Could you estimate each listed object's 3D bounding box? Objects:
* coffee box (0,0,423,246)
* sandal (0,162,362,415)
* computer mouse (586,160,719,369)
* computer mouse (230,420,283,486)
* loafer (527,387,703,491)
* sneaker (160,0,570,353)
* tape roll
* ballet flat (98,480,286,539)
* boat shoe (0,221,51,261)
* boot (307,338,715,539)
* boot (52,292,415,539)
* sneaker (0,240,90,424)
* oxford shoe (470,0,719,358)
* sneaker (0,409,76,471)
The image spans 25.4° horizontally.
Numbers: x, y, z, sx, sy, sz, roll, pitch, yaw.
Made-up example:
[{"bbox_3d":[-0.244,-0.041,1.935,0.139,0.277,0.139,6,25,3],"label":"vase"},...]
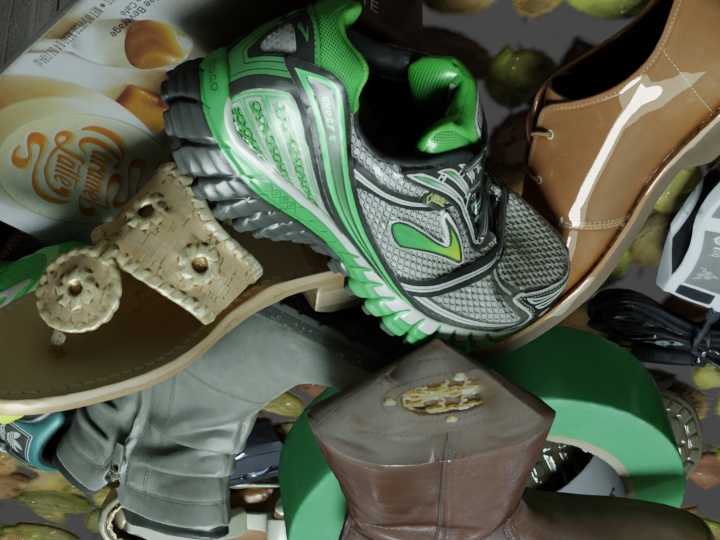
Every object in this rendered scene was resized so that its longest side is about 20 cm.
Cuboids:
[{"bbox_3d":[-0.081,-0.090,0.640,0.114,0.080,0.200,27,138,-33],"label":"coffee box"},{"bbox_3d":[-0.065,-0.012,0.624,0.211,0.077,0.070,-17,126,-37],"label":"sandal"},{"bbox_3d":[0.183,-0.009,0.768,0.109,0.044,0.200,12,149,-3],"label":"computer mouse"},{"bbox_3d":[-0.034,0.119,0.969,0.199,0.034,0.059,3,144,0],"label":"computer mouse"},{"bbox_3d":[0.092,0.097,0.901,0.199,0.067,0.077,-4,101,-8],"label":"loafer"},{"bbox_3d":[0.023,-0.029,0.591,0.085,0.078,0.200,-25,146,30],"label":"sneaker"},{"bbox_3d":[0.060,0.108,0.800,0.199,0.048,0.201,-6,138,-6],"label":"tape roll"},{"bbox_3d":[-0.067,0.162,0.994,0.199,0.068,0.062,0,180,6],"label":"ballet flat"},{"bbox_3d":[-0.172,0.000,0.779,0.199,0.073,0.072,25,141,-26],"label":"boat shoe"},{"bbox_3d":[0.074,0.092,0.682,0.185,0.065,0.200,-6,146,-2],"label":"boot"},{"bbox_3d":[-0.056,0.063,0.726,0.199,0.132,0.068,16,-167,36],"label":"boot"},{"bbox_3d":[-0.192,0.024,0.702,0.199,0.074,0.084,-14,135,35],"label":"sneaker"},{"bbox_3d":[0.092,-0.046,0.683,0.071,0.071,0.200,27,117,-23],"label":"oxford shoe"},{"bbox_3d":[-0.190,0.062,0.861,0.199,0.080,0.072,5,145,-2],"label":"sneaker"}]
